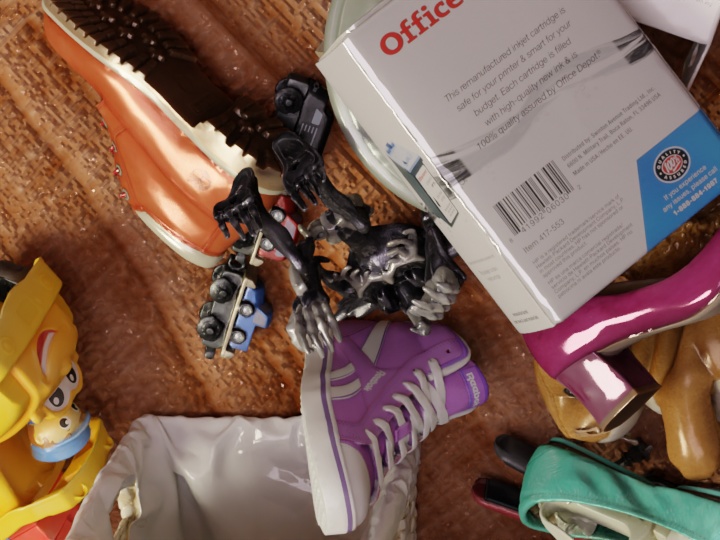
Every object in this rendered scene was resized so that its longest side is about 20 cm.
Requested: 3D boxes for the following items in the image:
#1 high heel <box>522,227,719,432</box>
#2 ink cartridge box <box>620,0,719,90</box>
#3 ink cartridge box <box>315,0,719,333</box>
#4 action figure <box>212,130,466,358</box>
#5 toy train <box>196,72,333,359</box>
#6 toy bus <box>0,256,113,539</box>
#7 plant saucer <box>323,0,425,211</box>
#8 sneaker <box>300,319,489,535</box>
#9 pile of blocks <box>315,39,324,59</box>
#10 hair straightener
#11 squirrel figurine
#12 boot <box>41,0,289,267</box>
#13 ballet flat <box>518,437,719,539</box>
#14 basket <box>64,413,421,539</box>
[{"bbox_3d":[0.173,-0.004,1.551,0.200,0.067,0.096,-47,70,21],"label":"high heel"},{"bbox_3d":[0.193,-0.207,1.560,0.067,0.116,0.200,19,110,3],"label":"ink cartridge box"},{"bbox_3d":[0.094,-0.087,1.518,0.146,0.086,0.200,-38,92,-13],"label":"ink cartridge box"},{"bbox_3d":[0.000,0.000,1.634,0.119,0.102,0.200,-29,140,25],"label":"action figure"},{"bbox_3d":[-0.059,-0.030,1.717,0.046,0.034,0.200,18,111,-7],"label":"toy train"},{"bbox_3d":[-0.231,0.116,1.736,0.200,0.136,0.192,-34,107,34],"label":"toy bus"},{"bbox_3d":[0.079,-0.128,1.592,0.200,0.050,0.201,1,87,-15],"label":"plant saucer"},{"bbox_3d":[0.022,0.086,1.650,0.114,0.201,0.073,-4,122,4],"label":"sneaker"},{"bbox_3d":[0.065,-0.092,1.665,0.200,0.082,0.062,43,68,-14],"label":"pile of blocks"},{"bbox_3d":[0.176,0.149,1.725,0.200,0.041,0.077,23,112,3],"label":"hair straightener"},{"bbox_3d":[0.200,0.029,1.649,0.186,0.141,0.200,3,95,21],"label":"squirrel figurine"},{"bbox_3d":[-0.138,-0.091,1.681,0.200,0.075,0.107,44,123,11],"label":"boot"},{"bbox_3d":[0.179,0.160,1.623,0.200,0.067,0.070,16,69,36],"label":"ballet flat"},{"bbox_3d":[-0.066,0.201,1.710,0.200,0.198,0.161,0,112,11],"label":"basket"}]
